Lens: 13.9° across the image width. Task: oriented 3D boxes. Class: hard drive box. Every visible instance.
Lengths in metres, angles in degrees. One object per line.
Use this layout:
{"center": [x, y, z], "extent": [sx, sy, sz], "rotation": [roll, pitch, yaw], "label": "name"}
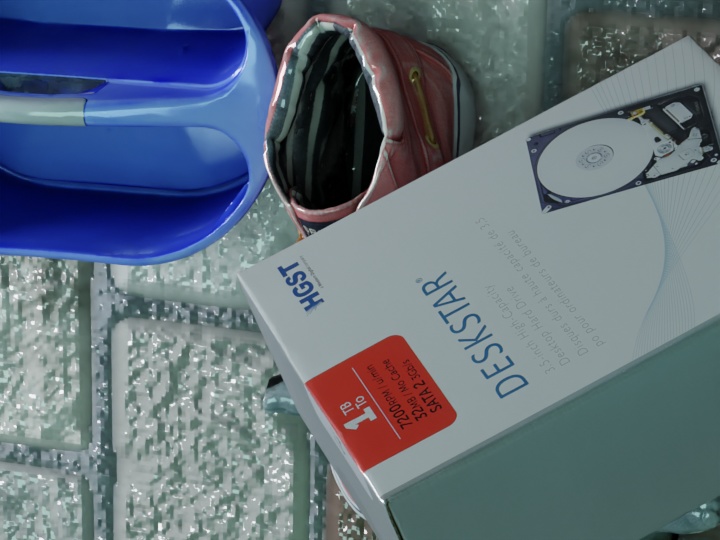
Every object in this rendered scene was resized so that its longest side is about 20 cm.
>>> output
{"center": [0.078, 0.021, 1.080], "extent": [0.200, 0.156, 0.077], "rotation": [-29, 128, -7], "label": "hard drive box"}

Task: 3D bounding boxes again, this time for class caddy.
{"center": [-0.121, -0.078, 1.225], "extent": [0.199, 0.105, 0.142], "rotation": [4, 109, 16], "label": "caddy"}

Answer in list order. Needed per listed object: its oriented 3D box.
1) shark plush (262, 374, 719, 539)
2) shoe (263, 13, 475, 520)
{"center": [0.060, 0.060, 1.228], "extent": [0.199, 0.083, 0.091], "rotation": [23, 114, 9], "label": "shark plush"}
{"center": [0.000, 0.000, 1.180], "extent": [0.071, 0.091, 0.201], "rotation": [-2, 81, 28], "label": "shoe"}
